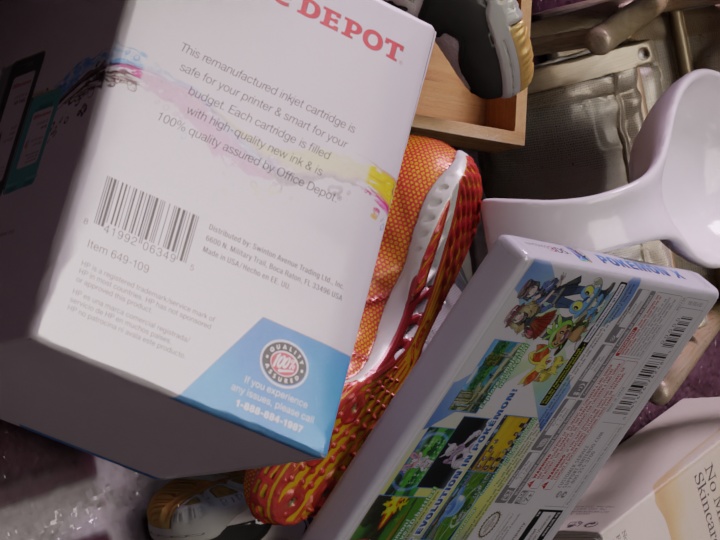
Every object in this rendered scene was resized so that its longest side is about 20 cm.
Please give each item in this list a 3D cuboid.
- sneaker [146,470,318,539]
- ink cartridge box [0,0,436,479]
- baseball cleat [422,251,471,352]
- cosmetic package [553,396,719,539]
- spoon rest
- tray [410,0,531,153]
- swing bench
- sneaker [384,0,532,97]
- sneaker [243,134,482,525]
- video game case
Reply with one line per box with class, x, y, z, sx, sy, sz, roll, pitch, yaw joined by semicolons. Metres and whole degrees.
sneaker;-0.019;0.133;1.367;0.200;0.076;0.088;-3;97;-46
ink cartridge box;-0.084;-0.031;1.213;0.147;0.146;0.200;25;70;-28
baseball cleat;0.000;0.000;1.387;0.200;0.070;0.107;16;49;-49
cosmetic package;0.170;0.153;1.596;0.200;0.071;0.105;-32;111;-47
spoon rest;0.142;-0.038;1.381;0.200;0.061;0.099;-22;105;-46
tray;-0.010;-0.120;1.378;0.200;0.037;0.099;8;81;-29
swing bench;0.140;-0.043;1.536;0.200;0.130;0.199;-23;104;-54
sneaker;0.004;-0.155;1.332;0.088;0.076;0.200;-35;106;-5
sneaker;-0.010;0.027;1.311;0.200;0.077;0.073;-64;157;-23
video game case;0.066;0.077;1.335;0.182;0.022;0.200;10;118;-55
